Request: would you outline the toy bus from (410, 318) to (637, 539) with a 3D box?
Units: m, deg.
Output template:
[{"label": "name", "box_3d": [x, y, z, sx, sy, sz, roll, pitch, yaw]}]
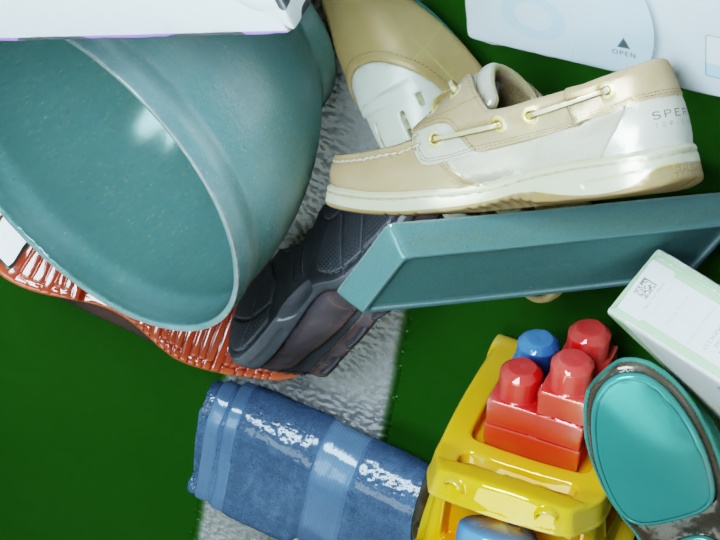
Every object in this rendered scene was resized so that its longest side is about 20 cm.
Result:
[{"label": "toy bus", "box_3d": [0.088, 0.125, 1.469, 0.136, 0.200, 0.192, 18, 134, 15]}]

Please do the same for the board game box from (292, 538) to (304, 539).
[{"label": "board game box", "box_3d": [-0.005, 0.249, 1.742, 0.165, 0.057, 0.200, 29, 158, -4]}]

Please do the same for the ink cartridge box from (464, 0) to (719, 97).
[{"label": "ink cartridge box", "box_3d": [0.122, -0.169, 1.221, 0.160, 0.047, 0.200, 16, 143, 20]}]

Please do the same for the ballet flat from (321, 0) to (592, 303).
[{"label": "ballet flat", "box_3d": [0.048, -0.063, 1.382, 0.200, 0.063, 0.069, 44, 141, -17]}]

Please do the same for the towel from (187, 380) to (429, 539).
[{"label": "towel", "box_3d": [-0.006, 0.134, 1.659, 0.200, 0.049, 0.112, 25, 143, 9]}]

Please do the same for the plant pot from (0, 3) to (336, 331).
[{"label": "plant pot", "box_3d": [-0.096, -0.088, 1.377, 0.200, 0.134, 0.200, 32, 149, 22]}]

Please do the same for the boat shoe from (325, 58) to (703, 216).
[{"label": "boat shoe", "box_3d": [0.069, -0.063, 1.301, 0.200, 0.074, 0.069, -5, 91, 34]}]

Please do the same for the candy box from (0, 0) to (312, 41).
[{"label": "candy box", "box_3d": [-0.067, -0.189, 1.199, 0.168, 0.200, 0.072, 1, 134, 33]}]

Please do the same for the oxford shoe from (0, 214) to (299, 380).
[{"label": "oxford shoe", "box_3d": [-0.117, 0.007, 1.592, 0.200, 0.071, 0.073, 25, 177, -4]}]

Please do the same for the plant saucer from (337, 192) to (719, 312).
[{"label": "plant saucer", "box_3d": [0.091, -0.008, 1.344, 0.200, 0.019, 0.070, -7, 155, -27]}]

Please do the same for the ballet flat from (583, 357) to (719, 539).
[{"label": "ballet flat", "box_3d": [0.170, 0.117, 1.432, 0.067, 0.070, 0.200, -17, 114, 25]}]

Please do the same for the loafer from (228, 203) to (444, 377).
[{"label": "loafer", "box_3d": [0.000, 0.000, 1.492, 0.063, 0.072, 0.200, 22, 143, -23]}]

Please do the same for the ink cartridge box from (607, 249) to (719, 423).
[{"label": "ink cartridge box", "box_3d": [0.228, 0.076, 1.333, 0.200, 0.048, 0.146, 36, 175, 46]}]
